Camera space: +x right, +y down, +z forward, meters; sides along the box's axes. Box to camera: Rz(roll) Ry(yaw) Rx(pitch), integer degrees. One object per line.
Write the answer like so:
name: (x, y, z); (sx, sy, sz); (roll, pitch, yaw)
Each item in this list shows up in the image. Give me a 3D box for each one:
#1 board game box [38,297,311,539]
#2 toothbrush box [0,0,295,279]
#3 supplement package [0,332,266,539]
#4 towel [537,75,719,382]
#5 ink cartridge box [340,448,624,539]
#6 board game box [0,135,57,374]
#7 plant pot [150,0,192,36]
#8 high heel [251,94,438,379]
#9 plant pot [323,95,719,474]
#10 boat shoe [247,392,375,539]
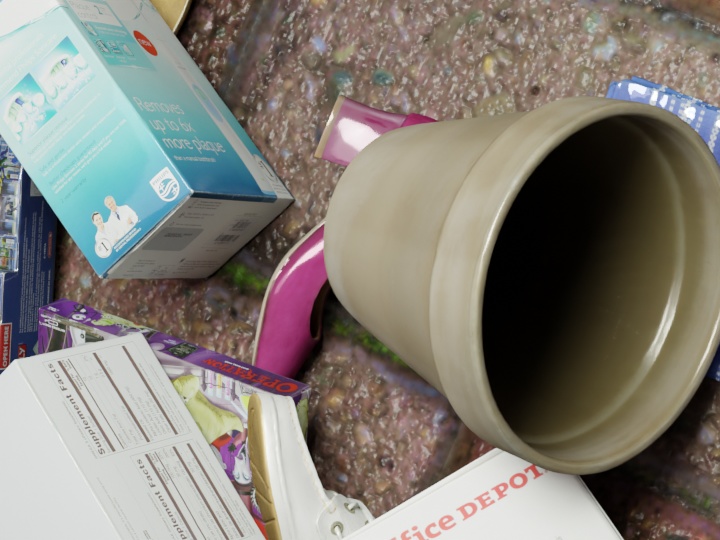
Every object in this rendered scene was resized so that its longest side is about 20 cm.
board game box: (-0.119, 0.101, 1.519); (0.199, 0.032, 0.121); (17, 119, 32)
toothbrush box: (-0.152, -0.096, 1.511); (0.085, 0.146, 0.200); (-42, 74, 17)
supplement package: (-0.185, 0.162, 1.483); (0.200, 0.111, 0.156); (-44, 71, 33)
towel: (0.202, -0.015, 1.376); (0.199, 0.024, 0.145); (23, 94, 32)
ink cartridge box: (0.092, 0.210, 1.333); (0.146, 0.084, 0.200); (-28, 62, -10)
board game box: (-0.299, -0.006, 1.623); (0.199, 0.062, 0.201); (6, 95, 27)
plant pot: (-0.183, -0.202, 1.639); (0.199, 0.027, 0.201); (-6, 79, 30)
high heel: (0.000, 0.000, 1.479); (0.096, 0.067, 0.201); (20, 107, 4)
plant pot: (0.078, -0.007, 1.348); (0.173, 0.199, 0.201); (18, 90, 48)
boat shoe: (-0.016, 0.161, 1.431); (0.069, 0.071, 0.201); (-16, 99, -7)
